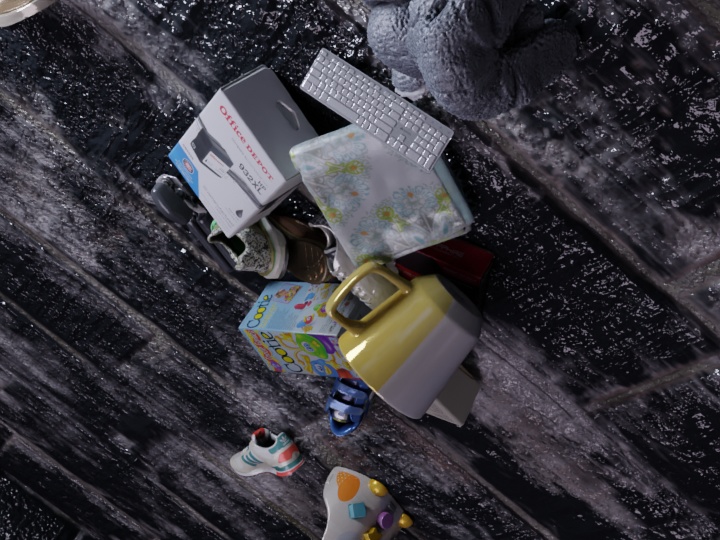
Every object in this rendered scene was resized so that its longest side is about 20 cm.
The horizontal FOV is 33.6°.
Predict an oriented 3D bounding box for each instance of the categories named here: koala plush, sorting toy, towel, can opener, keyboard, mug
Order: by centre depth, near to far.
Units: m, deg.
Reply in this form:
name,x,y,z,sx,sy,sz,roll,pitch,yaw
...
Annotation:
name,x,y,z,sx,sy,sz,roll,pitch,yaw
koala plush,0.081,-0.243,1.211,0.200,0.184,0.178,16,145,44
keyboard,0.017,-0.188,1.392,0.200,0.056,0.011,36,-175,21
towel,0.031,-0.100,1.466,0.171,0.048,0.200,-21,126,14
mug,0.066,0.081,1.526,0.186,0.153,0.150,29,-162,-51
can opener,-0.247,-0.062,1.801,0.053,0.067,0.200,-4,133,44
sorting toy,-0.003,0.502,2.232,0.107,0.180,0.200,-5,133,44

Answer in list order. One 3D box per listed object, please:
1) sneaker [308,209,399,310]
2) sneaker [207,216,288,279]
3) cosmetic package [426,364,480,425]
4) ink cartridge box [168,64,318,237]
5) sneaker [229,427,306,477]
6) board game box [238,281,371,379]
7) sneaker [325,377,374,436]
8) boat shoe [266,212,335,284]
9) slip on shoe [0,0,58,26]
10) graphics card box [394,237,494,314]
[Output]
name,x,y,z,sx,sy,sz,roll,pitch,yaw
sneaker,0.000,0.000,1.610,0.200,0.080,0.076,64,158,-10
sneaker,-0.180,-0.065,1.669,0.200,0.088,0.077,48,126,36
cosmetic package,0.088,0.148,1.729,0.103,0.073,0.200,18,165,31
ink cartridge box,-0.149,-0.151,1.554,0.145,0.084,0.200,55,146,0
sneaker,-0.191,0.345,2.305,0.199,0.070,0.094,-7,113,48
board game box,-0.066,0.090,1.814,0.200,0.105,0.103,2,137,39
sneaker,-0.013,0.200,1.936,0.074,0.082,0.200,24,145,15
boat shoe,-0.093,-0.036,1.698,0.200,0.067,0.072,27,117,38
slip on shoe,-0.479,-0.369,1.598,0.200,0.076,0.061,6,128,44
graphics card box,0.108,0.028,1.636,0.125,0.051,0.200,24,147,14
